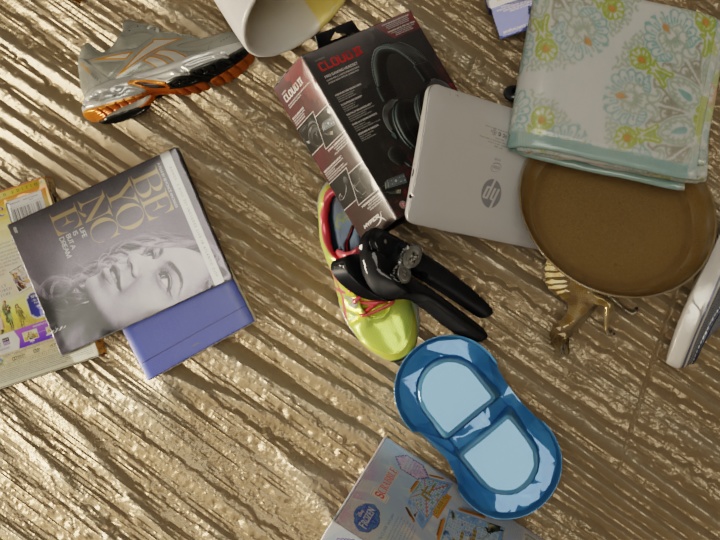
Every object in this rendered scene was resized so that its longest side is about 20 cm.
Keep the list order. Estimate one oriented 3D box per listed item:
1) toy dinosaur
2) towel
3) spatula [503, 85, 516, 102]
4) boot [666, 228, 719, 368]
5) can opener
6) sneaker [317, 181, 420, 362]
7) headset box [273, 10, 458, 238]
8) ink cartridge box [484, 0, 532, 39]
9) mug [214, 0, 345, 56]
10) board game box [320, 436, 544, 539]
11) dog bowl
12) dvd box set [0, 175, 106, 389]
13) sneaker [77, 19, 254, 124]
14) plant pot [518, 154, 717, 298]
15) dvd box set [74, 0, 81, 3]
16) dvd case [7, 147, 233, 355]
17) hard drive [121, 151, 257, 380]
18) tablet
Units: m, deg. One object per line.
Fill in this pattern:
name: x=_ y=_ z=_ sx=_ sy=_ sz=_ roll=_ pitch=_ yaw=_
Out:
toy dinosaur: x=0.234 y=-0.009 z=1.200 sx=0.100 sy=0.058 sz=0.202 roll=6 pitch=93 yaw=4
towel: x=0.252 y=-0.179 z=1.169 sx=0.198 sy=0.048 sz=0.173 roll=12 pitch=81 yaw=-3
spatula: x=0.244 y=-0.173 z=1.217 sx=0.198 sy=0.021 sz=0.057 roll=3 pitch=63 yaw=11
boot: x=0.378 y=0.016 z=1.178 sx=0.090 sy=0.073 sz=0.202 roll=25 pitch=92 yaw=11
can opener: x=0.064 y=0.014 z=1.174 sx=0.199 sy=0.078 sz=0.064 roll=25 pitch=76 yaw=-38
sneaker: x=0.000 y=0.000 z=1.212 sx=0.078 sy=0.090 sz=0.202 roll=-24 pitch=88 yaw=5
headset box: x=0.022 y=-0.151 z=1.182 sx=0.148 sy=0.077 sz=0.201 roll=-28 pitch=87 yaw=-33
ink cartridge box: x=0.166 y=-0.345 z=1.220 sx=0.118 sy=0.042 sz=0.202 roll=-17 pitch=86 yaw=6
mug: x=-0.092 y=-0.324 z=1.214 sx=0.153 sy=0.186 sz=0.150 roll=48 pitch=126 yaw=18
board game box: x=0.074 y=0.264 z=1.148 sx=0.199 sy=0.200 sz=0.041 roll=33 pitch=110 yaw=6
dog bowl: x=0.119 y=0.155 z=1.218 sx=0.111 sy=0.050 sz=0.201 roll=-39 pitch=88 yaw=5
dvd box set: x=-0.369 y=0.017 z=1.281 sx=0.145 sy=0.029 sz=0.202 roll=-19 pitch=89 yaw=6
sneaker: x=-0.206 y=-0.227 z=1.246 sx=0.198 sy=0.076 sz=0.093 roll=-18 pitch=81 yaw=3
plant pot: x=0.250 y=-0.059 z=1.179 sx=0.198 sy=0.028 sz=0.202 roll=3 pitch=63 yaw=-5
dvd box set: x=-0.299 y=-0.408 z=1.266 sx=0.146 sy=0.029 sz=0.201 roll=36 pitch=95 yaw=5
dvd case: x=-0.250 y=-0.019 z=1.248 sx=0.198 sy=0.016 sz=0.150 roll=-24 pitch=88 yaw=4
hard drive: x=-0.213 y=-0.005 z=1.267 sx=0.131 sy=0.025 sz=0.201 roll=-28 pitch=87 yaw=6
tablet: x=0.127 y=-0.096 z=1.168 sx=0.014 sy=0.199 sz=0.132 roll=11 pitch=91 yaw=50
